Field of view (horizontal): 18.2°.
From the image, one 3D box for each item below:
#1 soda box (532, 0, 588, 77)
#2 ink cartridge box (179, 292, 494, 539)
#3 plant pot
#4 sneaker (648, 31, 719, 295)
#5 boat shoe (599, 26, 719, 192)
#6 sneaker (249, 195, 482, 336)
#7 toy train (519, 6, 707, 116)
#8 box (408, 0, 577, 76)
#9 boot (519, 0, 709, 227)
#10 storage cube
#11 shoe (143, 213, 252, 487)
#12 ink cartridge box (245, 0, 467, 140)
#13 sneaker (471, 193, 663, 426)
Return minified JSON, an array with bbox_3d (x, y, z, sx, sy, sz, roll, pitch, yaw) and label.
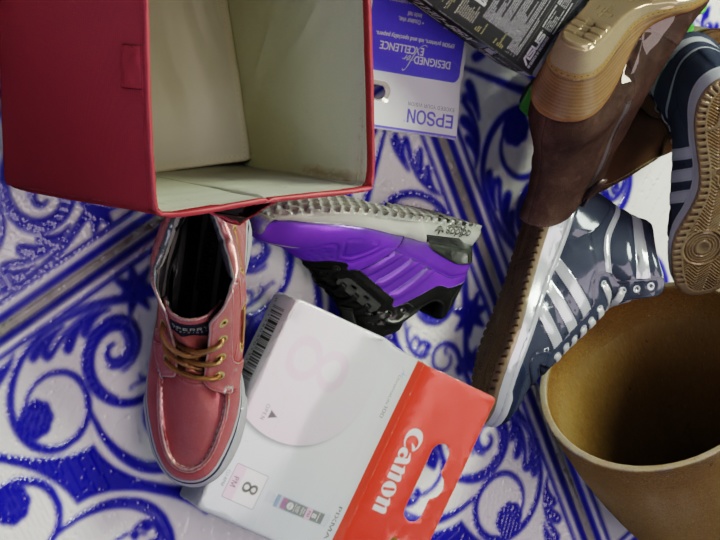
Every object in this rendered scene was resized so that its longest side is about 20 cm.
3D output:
[{"bbox_3d":[0.172,-0.238,1.693,0.200,0.068,0.063,-46,164,-24],"label":"soda box"},{"bbox_3d":[-0.007,0.127,1.602,0.200,0.057,0.163,26,88,-20],"label":"ink cartridge box"},{"bbox_3d":[0.258,0.144,1.784,0.186,0.186,0.200,-48,137,-22],"label":"plant pot"},{"bbox_3d":[0.259,-0.086,1.727,0.070,0.109,0.200,-8,126,-12],"label":"sneaker"},{"bbox_3d":[0.237,-0.130,1.779,0.200,0.068,0.072,-44,124,-24],"label":"boat shoe"},{"bbox_3d":[0.001,0.000,1.610,0.200,0.070,0.100,7,100,-38],"label":"sneaker"},{"bbox_3d":[0.197,-0.170,1.748,0.056,0.042,0.200,42,58,10],"label":"toy train"},{"bbox_3d":[0.106,-0.259,1.563,0.158,0.050,0.200,31,92,-29],"label":"box"},{"bbox_3d":[0.185,-0.138,1.659,0.200,0.072,0.166,-37,148,-39],"label":"boot"},{"bbox_3d":[-0.113,-0.134,1.417,0.171,0.180,0.200,-9,103,-38],"label":"storage cube"},{"bbox_3d":[-0.113,0.047,1.500,0.091,0.071,0.200,1,95,-83],"label":"shoe"},{"bbox_3d":[-0.002,-0.201,1.585,0.198,0.043,0.200,6,93,-40],"label":"ink cartridge box"},{"bbox_3d":[0.161,0.036,1.719,0.108,0.070,0.200,21,81,-15],"label":"sneaker"}]
